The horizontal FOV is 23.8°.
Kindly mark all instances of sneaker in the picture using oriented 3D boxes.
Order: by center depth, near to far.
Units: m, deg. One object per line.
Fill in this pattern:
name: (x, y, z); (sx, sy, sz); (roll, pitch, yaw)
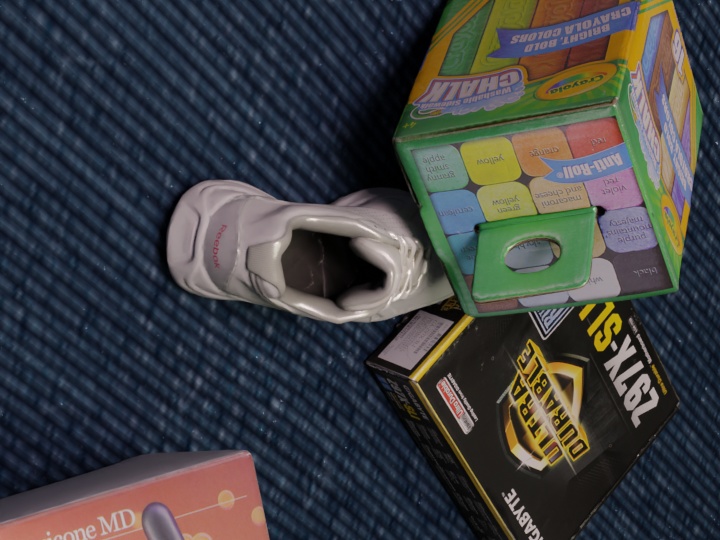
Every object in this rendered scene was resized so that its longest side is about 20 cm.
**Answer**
sneaker: (0.000, 0.000, 0.904); (0.200, 0.099, 0.078); (-1, 104, -41)

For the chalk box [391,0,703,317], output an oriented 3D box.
chalk box: (0.101, -0.061, 0.901); (0.200, 0.124, 0.124); (-70, 144, -48)

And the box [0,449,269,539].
box: (-0.120, 0.201, 0.819); (0.152, 0.106, 0.201); (-13, 92, -38)

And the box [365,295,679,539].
box: (0.107, 0.071, 1.057); (0.160, 0.049, 0.200); (-48, 129, -22)
